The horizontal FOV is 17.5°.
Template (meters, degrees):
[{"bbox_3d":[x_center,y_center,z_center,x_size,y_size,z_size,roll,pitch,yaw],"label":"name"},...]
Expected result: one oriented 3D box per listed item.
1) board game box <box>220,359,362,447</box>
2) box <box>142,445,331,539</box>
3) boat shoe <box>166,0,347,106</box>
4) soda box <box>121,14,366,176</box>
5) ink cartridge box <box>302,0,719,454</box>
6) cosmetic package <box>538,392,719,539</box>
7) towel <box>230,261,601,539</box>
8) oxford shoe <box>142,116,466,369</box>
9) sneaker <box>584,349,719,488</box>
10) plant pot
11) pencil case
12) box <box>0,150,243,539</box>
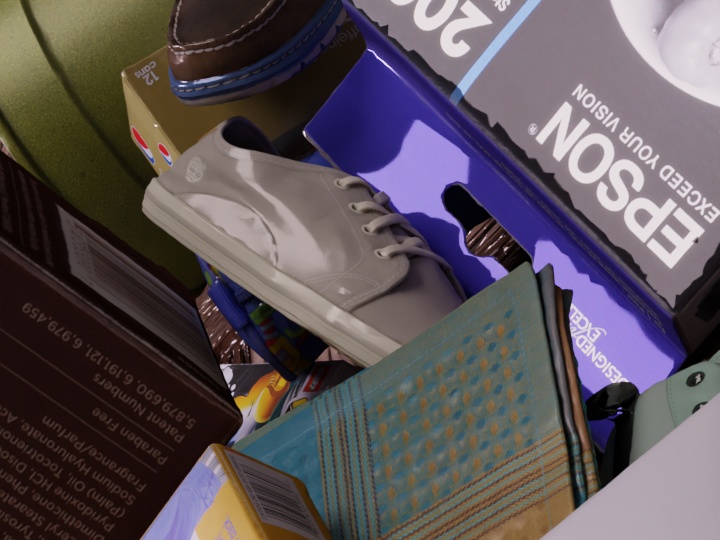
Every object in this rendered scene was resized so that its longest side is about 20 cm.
[{"bbox_3d":[-0.070,0.131,0.981,0.126,0.035,0.200,-7,51,60],"label":"board game box"},{"bbox_3d":[-0.069,0.164,0.689,0.200,0.041,0.119,-52,34,12],"label":"box"},{"bbox_3d":[-0.042,-0.143,0.942,0.072,0.073,0.200,-9,36,22],"label":"boat shoe"},{"bbox_3d":[-0.001,-0.097,0.999,0.200,0.064,0.068,-33,-18,-12],"label":"soda box"},{"bbox_3d":[0.085,-0.072,0.840,0.200,0.043,0.198,-50,56,10],"label":"ink cartridge box"},{"bbox_3d":[0.075,0.170,0.494,0.200,0.165,0.165,-42,26,23],"label":"cosmetic package"},{"bbox_3d":[0.015,0.108,0.698,0.146,0.022,0.200,-32,43,27],"label":"towel"},{"bbox_3d":[0.000,0.000,0.855,0.200,0.075,0.058,34,92,34],"label":"oxford shoe"},{"bbox_3d":[0.131,0.049,0.656,0.200,0.074,0.118,-36,35,41],"label":"sneaker"},{"bbox_3d":[-0.065,-0.120,1.146,0.193,0.200,0.201,-35,28,13],"label":"plant pot"},{"bbox_3d":[0.021,-0.041,0.944,0.200,0.078,0.087,-39,-9,8],"label":"pencil case"},{"bbox_3d":[-0.175,0.061,0.897,0.200,0.164,0.166,-51,18,5],"label":"box"}]
